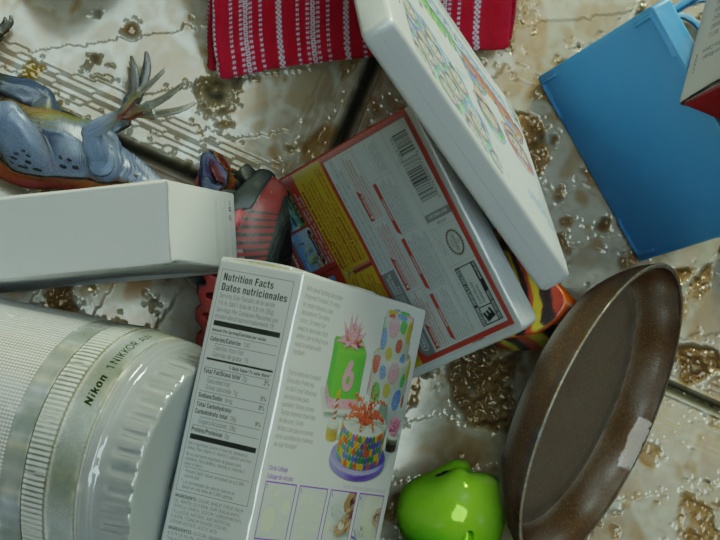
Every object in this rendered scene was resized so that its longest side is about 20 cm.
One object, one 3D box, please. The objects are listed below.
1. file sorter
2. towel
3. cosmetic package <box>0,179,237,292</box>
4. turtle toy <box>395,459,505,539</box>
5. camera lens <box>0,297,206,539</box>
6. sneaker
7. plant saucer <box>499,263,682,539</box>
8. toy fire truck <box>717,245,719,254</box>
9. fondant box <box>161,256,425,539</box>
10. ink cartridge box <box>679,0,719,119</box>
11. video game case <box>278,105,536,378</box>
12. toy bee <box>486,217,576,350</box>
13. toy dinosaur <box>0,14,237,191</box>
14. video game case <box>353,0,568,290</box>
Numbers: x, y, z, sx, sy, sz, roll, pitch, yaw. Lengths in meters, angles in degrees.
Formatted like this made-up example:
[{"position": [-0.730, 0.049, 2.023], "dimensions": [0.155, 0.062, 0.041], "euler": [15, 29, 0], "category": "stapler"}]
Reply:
[{"position": [0.222, -0.105, 1.227], "dimensions": [0.122, 0.200, 0.139], "euler": [-29, 91, -16], "category": "file sorter"}, {"position": [0.004, -0.184, 1.228], "dimensions": [0.199, 0.145, 0.023], "euler": [-7, 47, -11], "category": "towel"}, {"position": [-0.178, -0.018, 1.150], "dimensions": [0.199, 0.082, 0.051], "euler": [-5, 87, 23], "category": "cosmetic package"}, {"position": [0.030, 0.210, 1.204], "dimensions": [0.101, 0.146, 0.200], "euler": [35, 78, 15], "category": "turtle toy"}, {"position": [-0.176, 0.102, 1.121], "dimensions": [0.199, 0.160, 0.161], "euler": [11, 82, 24], "category": "camera lens"}, {"position": [-0.057, 0.039, 1.193], "dimensions": [0.097, 0.071, 0.202], "euler": [13, 105, 12], "category": "sneaker"}, {"position": [0.138, 0.084, 1.214], "dimensions": [0.032, 0.200, 0.201], "euler": [25, 79, 25], "category": "plant saucer"}, {"position": [0.358, -0.022, 1.297], "dimensions": [0.199, 0.129, 0.177], "euler": [21, 82, -19], "category": "toy fire truck"}, {"position": [-0.038, 0.104, 1.099], "dimensions": [0.058, 0.144, 0.201], "euler": [11, 86, 30], "category": "fondant box"}, {"position": [0.289, -0.106, 1.099], "dimensions": [0.199, 0.084, 0.176], "euler": [20, 77, -13], "category": "ink cartridge box"}, {"position": [0.000, 0.000, 1.187], "dimensions": [0.017, 0.200, 0.144], "euler": [-28, 91, -47], "category": "video game case"}, {"position": [0.051, -0.018, 1.243], "dimensions": [0.109, 0.200, 0.131], "euler": [-36, 132, 12], "category": "toy bee"}, {"position": [-0.171, -0.074, 1.219], "dimensions": [0.182, 0.105, 0.200], "euler": [45, 112, -7], "category": "toy dinosaur"}, {"position": [0.051, -0.109, 1.146], "dimensions": [0.024, 0.182, 0.200], "euler": [-29, 123, 13], "category": "video game case"}]
